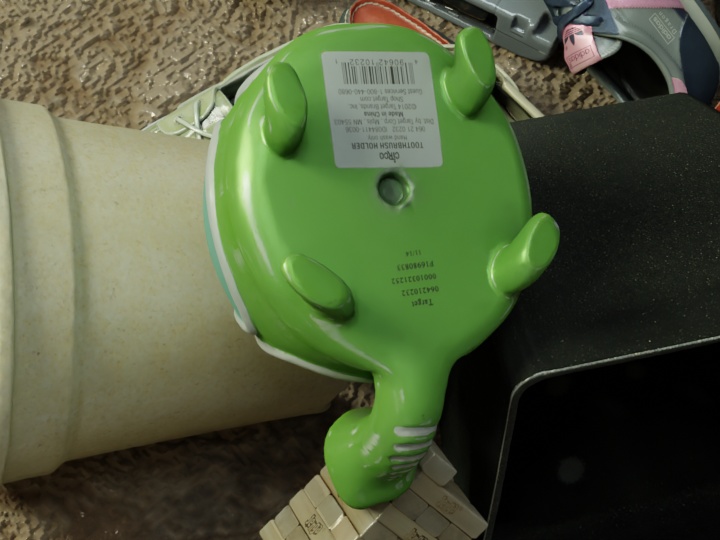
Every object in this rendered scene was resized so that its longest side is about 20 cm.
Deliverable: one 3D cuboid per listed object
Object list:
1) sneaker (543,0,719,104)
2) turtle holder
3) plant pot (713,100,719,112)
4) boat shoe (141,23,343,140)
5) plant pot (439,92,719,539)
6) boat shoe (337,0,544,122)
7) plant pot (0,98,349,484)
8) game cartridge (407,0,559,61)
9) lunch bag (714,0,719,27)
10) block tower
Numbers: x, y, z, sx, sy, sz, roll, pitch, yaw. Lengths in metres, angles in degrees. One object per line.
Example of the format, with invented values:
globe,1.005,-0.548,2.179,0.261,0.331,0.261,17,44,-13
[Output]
sneaker,0.134,-0.162,0.986,0.200,0.070,0.082,46,57,-9
turtle holder,0.006,-0.009,0.735,0.141,0.132,0.186,-36,94,-26
plant pot,0.299,-0.021,0.901,0.199,0.200,0.177,-15,72,-14
boat shoe,-0.077,-0.078,0.944,0.200,0.062,0.072,-35,69,-12
plant pot,0.132,0.025,0.857,0.199,0.200,0.178,-10,52,-12
boat shoe,0.058,-0.096,0.982,0.071,0.063,0.200,-34,68,-20
plant pot,-0.104,0.009,0.847,0.182,0.201,0.201,-1,60,-21
game cartridge,0.059,-0.224,1.070,0.199,0.042,0.133,28,57,9
lunch bag,0.306,-0.179,0.981,0.167,0.200,0.140,-3,58,-1
block tower,-0.029,0.155,0.779,0.200,0.058,0.054,-47,36,3
